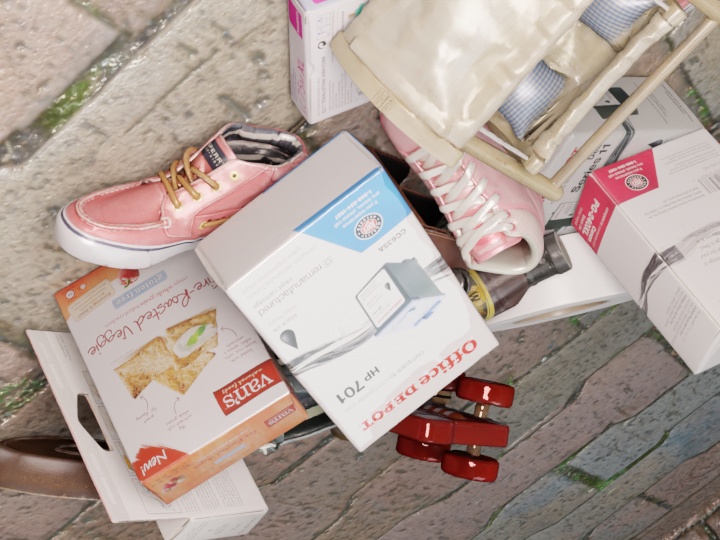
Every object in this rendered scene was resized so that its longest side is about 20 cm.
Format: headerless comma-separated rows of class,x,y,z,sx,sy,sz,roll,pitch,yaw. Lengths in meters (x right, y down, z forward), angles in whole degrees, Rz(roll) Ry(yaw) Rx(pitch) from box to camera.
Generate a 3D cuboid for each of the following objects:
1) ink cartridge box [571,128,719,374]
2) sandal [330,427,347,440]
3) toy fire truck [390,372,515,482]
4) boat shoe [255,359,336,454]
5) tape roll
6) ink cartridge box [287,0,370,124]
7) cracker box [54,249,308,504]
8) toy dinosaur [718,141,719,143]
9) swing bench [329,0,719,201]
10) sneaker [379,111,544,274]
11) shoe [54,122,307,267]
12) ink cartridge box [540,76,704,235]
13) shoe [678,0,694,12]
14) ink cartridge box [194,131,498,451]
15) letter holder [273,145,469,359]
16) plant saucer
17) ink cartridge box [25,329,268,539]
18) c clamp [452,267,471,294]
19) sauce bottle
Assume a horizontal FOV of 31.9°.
ink cartridge box,0.316,-0.020,1.169,0.145,0.200,0.083,-21,149,-23
sandal,0.036,0.102,1.366,0.200,0.082,0.055,-39,120,-19
toy fire truck,0.068,0.165,1.430,0.168,0.200,0.112,12,90,-39
boat shoe,-0.082,0.119,1.058,0.200,0.062,0.073,-16,126,-22
tape roll,0.203,0.012,1.332,0.202,0.071,0.202,-12,173,-2
ink cartridge box,0.040,-0.195,0.963,0.200,0.042,0.119,-22,148,-16
cracker box,-0.147,0.068,1.016,0.134,0.200,0.058,-32,149,-3
toy dinosaur,0.440,-0.147,1.444,0.181,0.105,0.200,16,89,-39
swing bench,0.123,-0.175,0.906,0.200,0.130,0.199,11,128,-49
sneaker,0.093,-0.071,1.074,0.075,0.105,0.200,-30,127,28
shoe,-0.132,-0.063,0.958,0.200,0.071,0.091,-8,138,-41
ink cartridge box,0.213,-0.110,1.224,0.200,0.083,0.147,-7,142,-38
shoe,0.248,-0.251,1.050,0.200,0.072,0.091,-43,156,27
ink cartridge box,-0.006,0.019,0.967,0.146,0.086,0.200,-38,124,-2
letter holder,0.000,0.000,1.168,0.200,0.101,0.142,-44,152,21
plant saucer,-0.253,0.178,1.152,0.200,0.200,0.032,9,88,-51
ink cartridge box,-0.192,0.142,1.089,0.176,0.200,0.045,7,133,-49
c clamp,0.028,0.035,1.112,0.200,0.027,0.171,-3,140,-45
sauce bottle,0.108,0.020,1.229,0.200,0.066,0.066,-28,154,16
